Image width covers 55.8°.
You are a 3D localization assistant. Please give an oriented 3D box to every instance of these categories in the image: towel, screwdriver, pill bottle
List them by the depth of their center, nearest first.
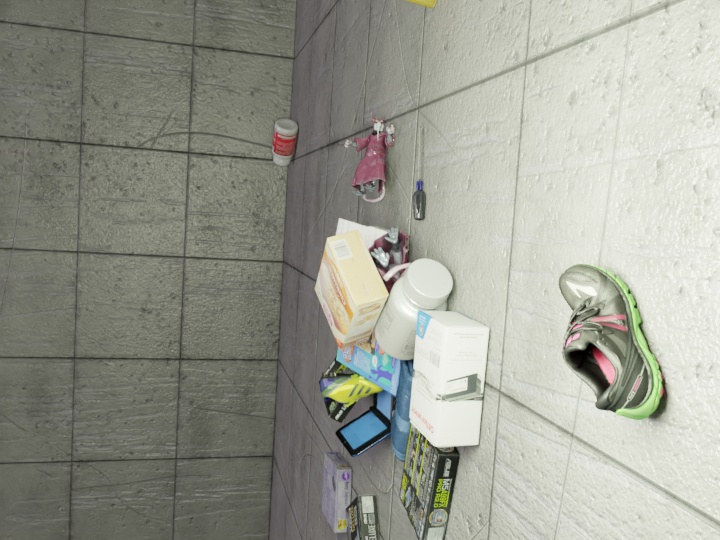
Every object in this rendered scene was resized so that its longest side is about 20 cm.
[{"bbox_3d":[0.104,0.074,1.310,0.201,0.112,0.116,111,157,-49],"label":"pill bottle"},{"bbox_3d":[0.095,0.283,1.407,0.112,0.048,0.204,-91,9,-70],"label":"towel"},{"bbox_3d":[0.127,-0.207,1.449,0.029,0.027,0.204,31,-120,-74],"label":"screwdriver"},{"bbox_3d":[-0.364,-0.609,3.242,0.113,0.110,0.202,-104,22,-47],"label":"pill bottle"}]

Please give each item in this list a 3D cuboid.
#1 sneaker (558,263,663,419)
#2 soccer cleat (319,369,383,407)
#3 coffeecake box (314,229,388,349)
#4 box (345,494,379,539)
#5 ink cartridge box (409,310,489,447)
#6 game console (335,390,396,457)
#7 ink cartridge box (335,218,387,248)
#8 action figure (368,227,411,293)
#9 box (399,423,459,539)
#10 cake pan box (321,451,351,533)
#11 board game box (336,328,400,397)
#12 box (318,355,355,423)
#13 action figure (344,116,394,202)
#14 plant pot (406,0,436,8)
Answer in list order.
[{"bbox_3d":[0.263,0.069,0.756,0.077,0.082,0.202,108,159,-43],"label":"sneaker"},{"bbox_3d":[-0.014,0.279,1.602,0.198,0.064,0.085,-6,90,38],"label":"soccer cleat"},{"bbox_3d":[-0.023,0.043,1.375,0.201,0.072,0.155,109,140,-57],"label":"coffeecake box"},{"bbox_3d":[0.008,0.685,1.713,0.158,0.049,0.203,115,153,-57],"label":"box"},{"bbox_3d":[0.149,0.182,1.176,0.144,0.083,0.204,-151,65,-74],"label":"ink cartridge box"},{"bbox_3d":[0.018,0.325,1.601,0.200,0.116,0.174,-168,80,-75],"label":"game console"},{"bbox_3d":[0.011,-0.005,1.582,0.174,0.044,0.204,19,102,31],"label":"ink cartridge box"},{"bbox_3d":[0.075,0.018,1.423,0.149,0.132,0.202,49,154,44],"label":"action figure"},{"bbox_3d":[0.128,0.395,1.306,0.160,0.043,0.204,-125,40,-68],"label":"box"},{"bbox_3d":[-0.074,0.657,2.035,0.200,0.051,0.188,177,97,-75],"label":"cake pan box"},{"bbox_3d":[0.035,0.169,1.515,0.198,0.045,0.155,26,116,39],"label":"board game box"},{"bbox_3d":[-0.025,0.258,1.739,0.201,0.047,0.193,-55,22,9],"label":"box"},{"bbox_3d":[0.044,-0.289,1.707,0.149,0.132,0.204,33,-114,-57],"label":"action figure"},{"bbox_3d":[0.073,-0.691,1.393,0.195,0.196,0.198,112,156,-52],"label":"plant pot"}]
